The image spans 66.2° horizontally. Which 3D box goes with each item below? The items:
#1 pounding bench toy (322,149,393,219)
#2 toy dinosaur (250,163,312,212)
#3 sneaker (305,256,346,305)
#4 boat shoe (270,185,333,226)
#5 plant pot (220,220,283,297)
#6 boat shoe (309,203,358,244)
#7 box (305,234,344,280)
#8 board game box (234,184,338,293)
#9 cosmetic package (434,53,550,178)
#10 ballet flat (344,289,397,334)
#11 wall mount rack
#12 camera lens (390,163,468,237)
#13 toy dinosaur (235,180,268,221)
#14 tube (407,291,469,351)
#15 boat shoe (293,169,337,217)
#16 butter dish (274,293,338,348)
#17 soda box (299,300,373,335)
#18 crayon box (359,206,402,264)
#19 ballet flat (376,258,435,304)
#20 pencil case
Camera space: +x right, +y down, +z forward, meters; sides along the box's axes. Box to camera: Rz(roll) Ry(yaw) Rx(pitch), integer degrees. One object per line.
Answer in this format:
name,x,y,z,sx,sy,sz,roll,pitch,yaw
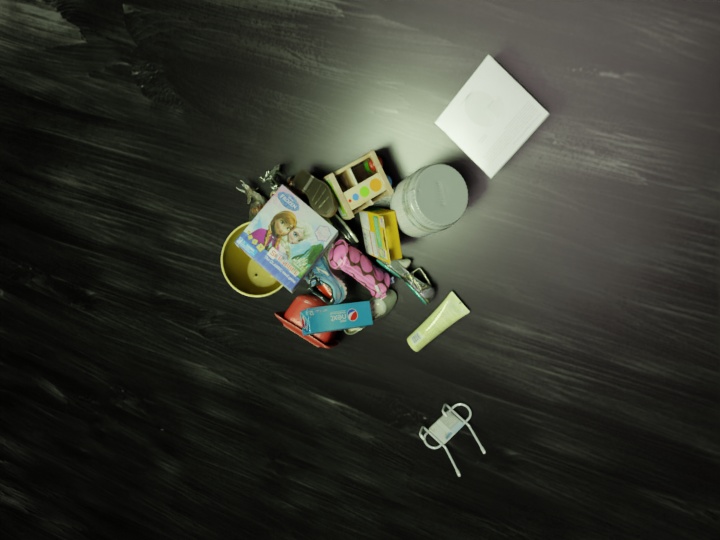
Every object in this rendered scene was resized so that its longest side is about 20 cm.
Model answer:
pounding bench toy,-0.008,-0.234,1.516,0.153,0.200,0.127,-30,100,-8
toy dinosaur,-0.223,-0.228,1.581,0.138,0.198,0.101,59,157,-13
sneaker,-0.120,0.013,1.518,0.200,0.090,0.079,46,115,3
boat shoe,-0.163,-0.153,1.516,0.198,0.063,0.074,35,113,5
plant pot,-0.273,-0.016,1.516,0.193,0.142,0.207,1,77,-3
boat shoe,-0.085,-0.132,1.562,0.066,0.075,0.200,-43,71,0
box,-0.154,-0.050,1.620,0.194,0.109,0.132,10,109,16
board game box,-0.191,-0.084,1.441,0.198,0.041,0.201,37,78,5
cosmetic package,0.323,-0.375,1.353,0.200,0.123,0.200,44,114,3
ballet flat,0.028,0.130,1.637,0.198,0.064,0.068,-36,98,24
wall mount rack,0.277,0.505,1.660,0.173,0.075,0.201,41,115,3
camera lens,0.171,-0.175,1.408,0.155,0.200,0.166,1,87,-14
toy dinosaur,-0.303,-0.171,1.666,0.100,0.077,0.206,17,123,32
tube,0.220,0.154,1.592,0.057,0.053,0.200,27,117,-37
boat shoe,-0.107,-0.205,1.491,0.072,0.068,0.201,-46,50,11
butter dish,-0.131,0.127,1.646,0.196,0.200,0.151,30,90,8
soda box,-0.067,0.133,1.542,0.064,0.194,0.070,-25,72,62
crayon box,0.058,-0.099,1.492,0.050,0.200,0.130,-14,104,-15
ballet flat,0.136,0.009,1.572,0.199,0.072,0.073,41,114,3
pencil case,0.000,0.000,1.544,0.090,0.095,0.198,-35,128,30
